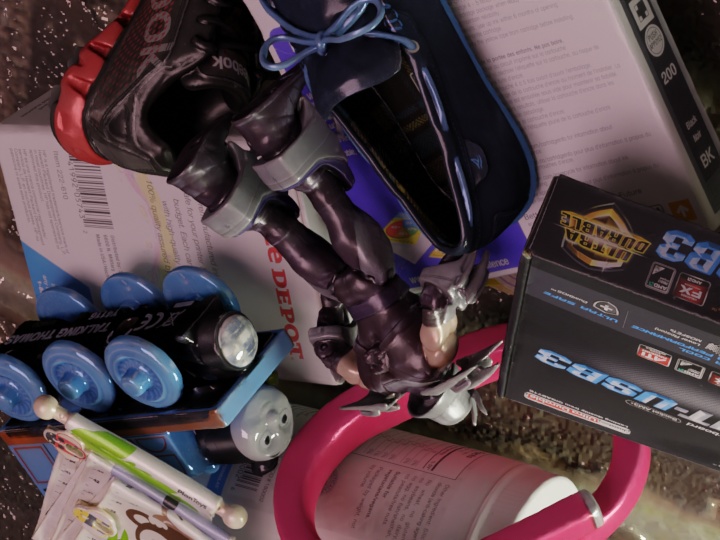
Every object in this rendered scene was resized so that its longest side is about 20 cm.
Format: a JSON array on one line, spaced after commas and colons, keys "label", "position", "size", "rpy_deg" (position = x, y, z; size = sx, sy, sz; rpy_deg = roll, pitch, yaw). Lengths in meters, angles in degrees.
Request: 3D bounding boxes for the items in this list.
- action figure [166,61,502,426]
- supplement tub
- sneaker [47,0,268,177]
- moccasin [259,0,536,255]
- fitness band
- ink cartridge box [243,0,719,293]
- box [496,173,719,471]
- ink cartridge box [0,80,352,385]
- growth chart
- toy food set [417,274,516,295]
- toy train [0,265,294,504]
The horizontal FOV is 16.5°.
[{"label": "action figure", "position": [0.000, 0.000, 1.219], "size": [0.130, 0.069, 0.200], "rpy_deg": [-26, 107, 41]}, {"label": "supplement tub", "position": [0.009, 0.152, 1.372], "size": [0.200, 0.132, 0.132], "rpy_deg": [14, 122, 26]}, {"label": "sneaker", "position": [-0.078, -0.134, 1.258], "size": [0.098, 0.071, 0.201], "rpy_deg": [30, 94, 39]}, {"label": "moccasin", "position": [0.010, -0.096, 1.141], "size": [0.200, 0.068, 0.080], "rpy_deg": [49, 133, -5]}, {"label": "fitness band", "position": [0.052, 0.103, 1.285], "size": [0.037, 0.200, 0.144], "rpy_deg": [68, 177, -51]}, {"label": "ink cartridge box", "position": [0.057, -0.092, 1.189], "size": [0.198, 0.043, 0.200], "rpy_deg": [-11, 115, 38]}, {"label": "box", "position": [0.168, 0.043, 1.170], "size": [0.200, 0.050, 0.199], "rpy_deg": [20, 159, 6]}, {"label": "ink cartridge box", "position": [-0.086, -0.025, 1.362], "size": [0.200, 0.085, 0.145], "rpy_deg": [5, 119, 33]}, {"label": "growth chart", "position": [-0.119, 0.151, 1.344], "size": [0.145, 0.018, 0.200], "rpy_deg": [27, 144, 7]}, {"label": "toy food set", "position": [0.083, -0.066, 1.254], "size": [0.200, 0.049, 0.198], "rpy_deg": [-7, 111, 35]}, {"label": "toy train", "position": [-0.117, 0.065, 1.325], "size": [0.200, 0.087, 0.114], "rpy_deg": [-8, 123, 43]}]
